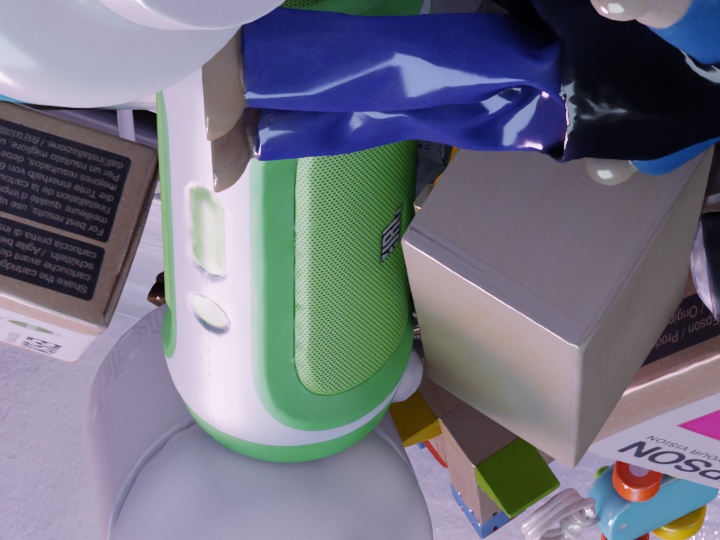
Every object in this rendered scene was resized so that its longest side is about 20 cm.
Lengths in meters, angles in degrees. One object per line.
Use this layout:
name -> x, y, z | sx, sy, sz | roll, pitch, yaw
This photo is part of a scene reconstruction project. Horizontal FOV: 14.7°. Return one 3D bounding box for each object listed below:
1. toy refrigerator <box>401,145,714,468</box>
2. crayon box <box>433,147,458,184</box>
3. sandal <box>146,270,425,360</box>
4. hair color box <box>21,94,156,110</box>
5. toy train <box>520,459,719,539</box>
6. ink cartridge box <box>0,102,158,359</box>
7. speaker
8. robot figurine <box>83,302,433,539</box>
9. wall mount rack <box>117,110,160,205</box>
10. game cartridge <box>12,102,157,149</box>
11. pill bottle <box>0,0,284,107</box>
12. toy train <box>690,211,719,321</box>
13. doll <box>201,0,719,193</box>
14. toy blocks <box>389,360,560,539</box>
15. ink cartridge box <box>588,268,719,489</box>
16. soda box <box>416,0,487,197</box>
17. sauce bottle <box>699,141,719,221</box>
toy refrigerator -> 0.061, -0.001, 0.897 | 0.070, 0.076, 0.200 | 32, 171, 10
crayon box -> 0.089, -0.005, 1.382 | 0.172, 0.059, 0.200 | 17, 174, -11
sandal -> 0.000, 0.000, 1.085 | 0.082, 0.055, 0.200 | 31, 152, -33
hair color box -> -0.115, -0.100, 1.005 | 0.100, 0.061, 0.200 | 19, 174, -27
toy train -> 0.154, 0.049, 1.247 | 0.150, 0.200, 0.056 | 22, -151, -53
ink cartridge box -> -0.175, -0.024, 1.119 | 0.164, 0.075, 0.200 | 17, 171, -7
speaker -> -0.022, -0.029, 0.861 | 0.088, 0.089, 0.200 | 15, 141, 11
robot figurine -> -0.038, 0.080, 0.996 | 0.113, 0.170, 0.200 | 30, -165, -22
wall mount rack -> -0.141, -0.082, 1.247 | 0.199, 0.075, 0.174 | 19, 171, -22
game cartridge -> -0.154, -0.075, 1.389 | 0.199, 0.039, 0.130 | 18, -176, -32
pill bottle -> -0.092, -0.097, 0.689 | 0.111, 0.111, 0.200 | 20, 174, -38
toy train -> 0.194, 0.014, 0.772 | 0.199, 0.115, 0.085 | -6, 172, 6
doll -> 0.059, -0.054, 0.729 | 0.199, 0.049, 0.137 | -3, 162, -2
toy blocks -> 0.029, 0.030, 1.217 | 0.200, 0.100, 0.137 | 55, 172, 18
ink cartridge box -> 0.189, 0.031, 1.057 | 0.199, 0.075, 0.165 | 16, 152, -30
soda box -> -0.002, -0.064, 1.012 | 0.068, 0.064, 0.200 | 15, 175, -2
sauce bottle -> 0.147, -0.031, 0.884 | 0.199, 0.066, 0.066 | 18, 176, 26
